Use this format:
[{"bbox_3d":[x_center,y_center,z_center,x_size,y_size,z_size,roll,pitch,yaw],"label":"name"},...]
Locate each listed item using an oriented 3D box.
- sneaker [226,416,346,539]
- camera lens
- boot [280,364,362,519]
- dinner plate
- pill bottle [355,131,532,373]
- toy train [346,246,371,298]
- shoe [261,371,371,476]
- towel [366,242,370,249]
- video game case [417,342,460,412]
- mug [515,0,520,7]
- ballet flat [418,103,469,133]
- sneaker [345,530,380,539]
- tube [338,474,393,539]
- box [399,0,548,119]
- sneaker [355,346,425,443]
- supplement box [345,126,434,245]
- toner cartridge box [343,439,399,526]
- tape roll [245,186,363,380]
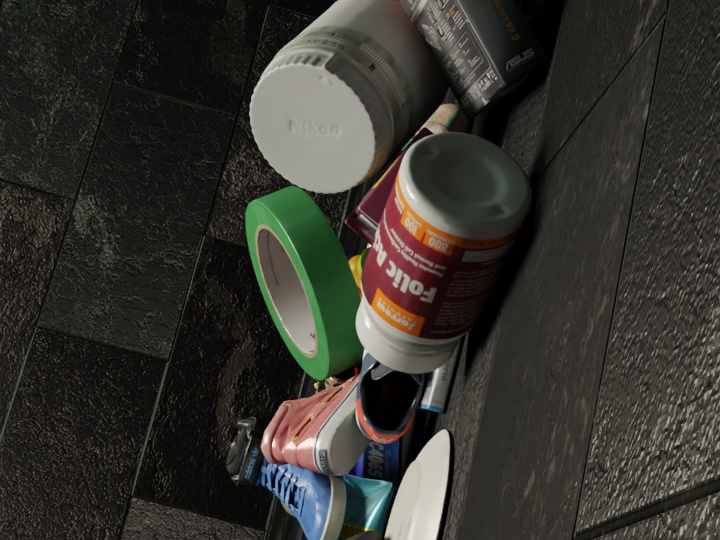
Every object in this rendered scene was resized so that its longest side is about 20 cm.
[{"bbox_3d":[-0.084,0.218,1.489,0.200,0.110,0.077,-113,41,-62],"label":"sneaker"},{"bbox_3d":[-0.007,-0.189,1.495,0.200,0.159,0.161,-51,-16,-49],"label":"camera lens"},{"bbox_3d":[-0.039,0.172,1.642,0.201,0.073,0.151,-73,0,-51],"label":"boot"},{"bbox_3d":[0.042,0.237,1.268,0.200,0.024,0.202,-165,90,-84],"label":"dinner plate"},{"bbox_3d":[0.064,-0.010,1.227,0.201,0.113,0.115,109,174,-45],"label":"pill bottle"},{"bbox_3d":[0.000,0.000,1.532,0.085,0.200,0.116,-44,0,-20],"label":"toy train"},{"bbox_3d":[-0.018,0.137,1.468,0.200,0.090,0.072,-44,-52,-47],"label":"shoe"},{"bbox_3d":[0.037,-0.027,1.775,0.192,0.034,0.201,-30,-40,-73],"label":"towel"},{"bbox_3d":[0.087,0.038,1.397,0.143,0.018,0.201,139,145,-83],"label":"video game case"},{"bbox_3d":[0.138,-0.374,1.462,0.200,0.132,0.179,119,164,-58],"label":"mug"},{"bbox_3d":[0.098,-0.169,1.756,0.067,0.068,0.200,-56,9,-4],"label":"ballet flat"},{"bbox_3d":[-0.017,0.338,1.340,0.108,0.067,0.202,56,129,27],"label":"sneaker"},{"bbox_3d":[-0.010,0.308,1.438,0.077,0.050,0.202,2,77,46],"label":"tube"},{"bbox_3d":[0.100,-0.237,1.362,0.159,0.048,0.200,61,173,1],"label":"box"},{"bbox_3d":[0.037,0.068,1.365,0.085,0.074,0.202,-158,73,-87],"label":"sneaker"},{"bbox_3d":[0.054,-0.072,1.503,0.111,0.086,0.200,-50,2,-4],"label":"supplement box"},{"bbox_3d":[0.011,0.217,1.576,0.200,0.043,0.096,-85,12,-65],"label":"toner cartridge box"},{"bbox_3d":[-0.058,0.014,1.498,0.201,0.048,0.201,56,159,35],"label":"tape roll"}]
